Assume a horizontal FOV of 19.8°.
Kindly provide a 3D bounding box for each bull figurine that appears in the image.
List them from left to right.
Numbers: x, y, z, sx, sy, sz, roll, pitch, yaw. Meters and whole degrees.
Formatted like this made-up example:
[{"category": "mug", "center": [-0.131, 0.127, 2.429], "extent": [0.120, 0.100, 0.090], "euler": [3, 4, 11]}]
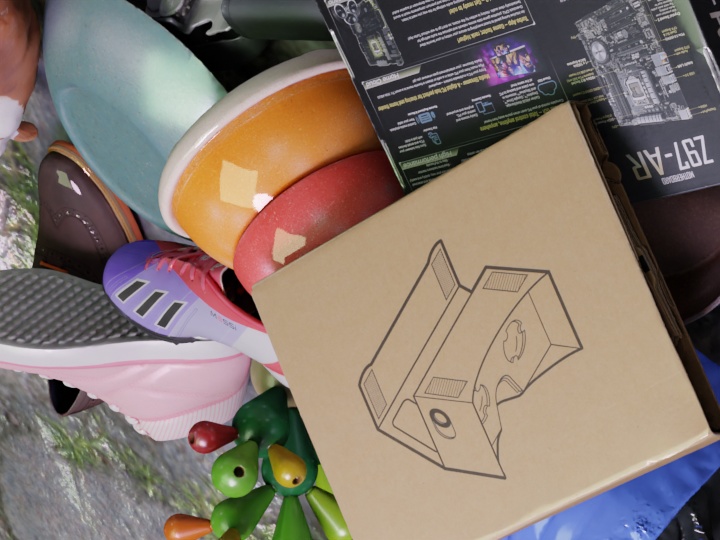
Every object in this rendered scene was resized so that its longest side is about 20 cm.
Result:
[{"category": "bull figurine", "center": [-0.226, -0.143, 1.221], "extent": [0.200, 0.065, 0.122], "euler": [132, 125, -72]}]

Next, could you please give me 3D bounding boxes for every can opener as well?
[{"category": "can opener", "center": [-0.043, -0.144, 1.109], "extent": [0.200, 0.053, 0.066], "euler": [4, 154, 46]}]

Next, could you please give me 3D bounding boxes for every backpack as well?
[{"category": "backpack", "center": [0.117, 0.124, 1.035], "extent": [0.168, 0.163, 0.200], "euler": [34, 151, 20]}]

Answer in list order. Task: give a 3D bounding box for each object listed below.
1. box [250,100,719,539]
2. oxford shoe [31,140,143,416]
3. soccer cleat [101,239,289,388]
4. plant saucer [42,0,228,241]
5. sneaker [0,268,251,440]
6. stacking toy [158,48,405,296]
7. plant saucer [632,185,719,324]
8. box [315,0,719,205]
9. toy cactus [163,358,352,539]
[{"category": "box", "center": [0.054, 0.040, 0.949], "extent": [0.200, 0.021, 0.164], "euler": [-30, 76, 32]}, {"category": "oxford shoe", "center": [-0.186, 0.010, 1.350], "extent": [0.071, 0.073, 0.200], "euler": [21, 132, 35]}, {"category": "soccer cleat", "center": [-0.080, 0.010, 1.190], "extent": [0.200, 0.068, 0.073], "euler": [22, 150, 38]}, {"category": "plant saucer", "center": [-0.126, -0.077, 1.204], "extent": [0.201, 0.039, 0.201], "euler": [37, 156, 20]}, {"category": "sneaker", "center": [-0.165, 0.060, 1.310], "extent": [0.200, 0.075, 0.105], "euler": [3, 134, -1]}, {"category": "stacking toy", "center": [0.000, 0.000, 1.058], "extent": [0.200, 0.146, 0.146], "euler": [57, 146, 21]}, {"category": "plant saucer", "center": [0.114, -0.063, 1.017], "extent": [0.200, 0.034, 0.200], "euler": [27, 136, 30]}, {"category": "box", "center": [0.082, -0.103, 0.948], "extent": [0.200, 0.044, 0.160], "euler": [-14, 107, 44]}, {"category": "toy cactus", "center": [-0.049, 0.098, 1.244], "extent": [0.102, 0.200, 0.165], "euler": [-7, 79, 29]}]
